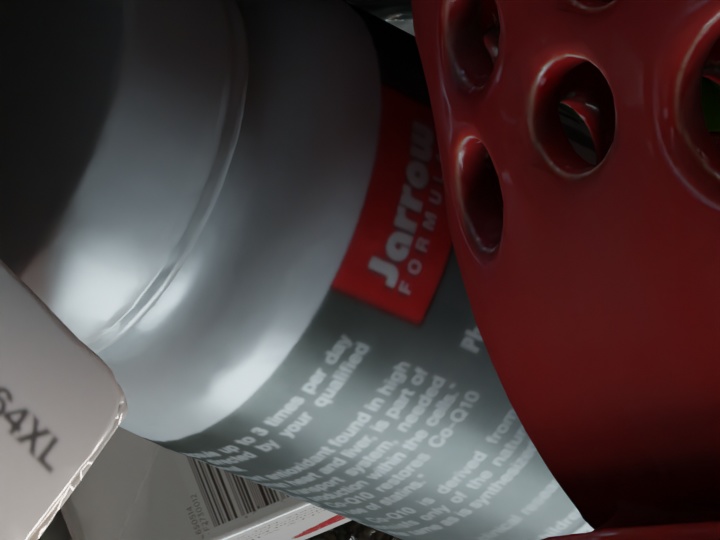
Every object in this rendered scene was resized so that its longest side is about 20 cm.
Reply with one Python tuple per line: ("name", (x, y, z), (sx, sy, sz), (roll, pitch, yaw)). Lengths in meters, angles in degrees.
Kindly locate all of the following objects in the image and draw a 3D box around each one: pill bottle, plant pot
("pill bottle", (0.000, 0.000, 0.719), (0.200, 0.114, 0.114), (24, 160, -31))
("plant pot", (0.110, -0.012, 0.583), (0.200, 0.183, 0.200), (-1, 172, 0))

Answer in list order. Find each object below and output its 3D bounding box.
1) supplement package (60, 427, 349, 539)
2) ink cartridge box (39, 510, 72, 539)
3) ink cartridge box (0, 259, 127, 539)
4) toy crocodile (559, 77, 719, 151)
("supplement package", (-0.049, 0.042, 1.093), (0.121, 0.120, 0.200), (-23, 173, 1))
("ink cartridge box", (-0.179, 0.079, 1.049), (0.146, 0.083, 0.200), (27, -163, -20))
("ink cartridge box", (-0.168, 0.011, 0.658), (0.146, 0.084, 0.200), (47, 155, -26))
("toy crocodile", (0.121, -0.045, 0.799), (0.200, 0.062, 0.067), (2, 172, -34))
